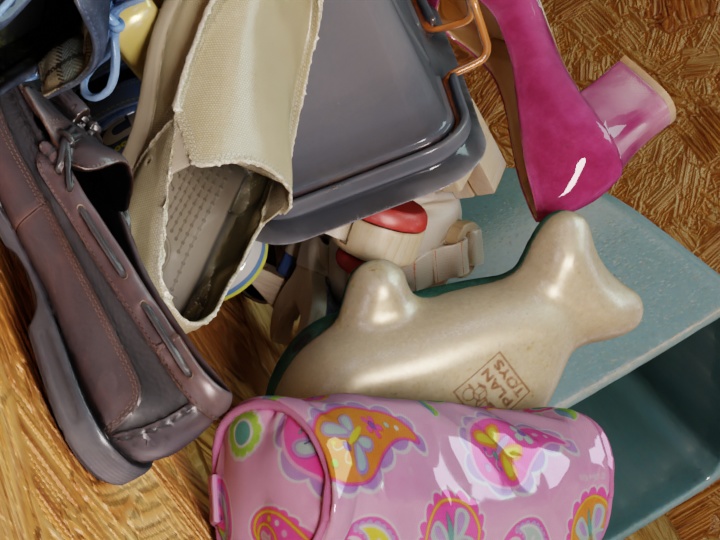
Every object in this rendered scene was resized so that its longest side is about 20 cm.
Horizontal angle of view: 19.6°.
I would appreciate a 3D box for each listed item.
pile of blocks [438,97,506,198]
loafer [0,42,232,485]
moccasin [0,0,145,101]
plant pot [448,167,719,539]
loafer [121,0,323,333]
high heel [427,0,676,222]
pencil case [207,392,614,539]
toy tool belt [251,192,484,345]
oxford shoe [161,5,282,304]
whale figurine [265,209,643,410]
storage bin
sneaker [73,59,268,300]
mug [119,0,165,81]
[{"bbox_3d":[0.019,-0.077,1.110,0.062,0.082,0.200,60,3,-32],"label":"pile of blocks"},{"bbox_3d":[-0.104,-0.016,0.819,0.072,0.063,0.200,29,37,-65],"label":"loafer"},{"bbox_3d":[-0.123,-0.090,0.778,0.068,0.200,0.080,34,-43,17],"label":"moccasin"},{"bbox_3d":[0.096,0.054,1.293,0.200,0.196,0.196,49,-19,33],"label":"plant pot"},{"bbox_3d":[-0.057,-0.054,0.884,0.068,0.200,0.076,13,-11,43],"label":"loafer"},{"bbox_3d":[0.067,-0.105,1.110,0.200,0.096,0.067,43,-19,25],"label":"high heel"},{"bbox_3d":[0.026,0.098,0.921,0.200,0.087,0.087,5,47,-46],"label":"pencil case"},{"bbox_3d":[0.000,0.000,1.134,0.125,0.123,0.200,18,15,-3],"label":"toy tool belt"},{"bbox_3d":[-0.092,-0.070,1.192,0.200,0.071,0.073,55,12,-14],"label":"oxford shoe"},{"bbox_3d":[0.041,0.050,1.047,0.159,0.200,0.104,50,-2,-23],"label":"whale figurine"},{"bbox_3d":[-0.020,-0.132,1.024,0.200,0.146,0.134,-103,172,-56],"label":"storage bin"},{"bbox_3d":[-0.115,-0.079,1.072,0.200,0.074,0.082,58,9,19],"label":"sneaker"},{"bbox_3d":[-0.154,-0.155,0.974,0.153,0.149,0.187,61,22,-64],"label":"mug"}]
